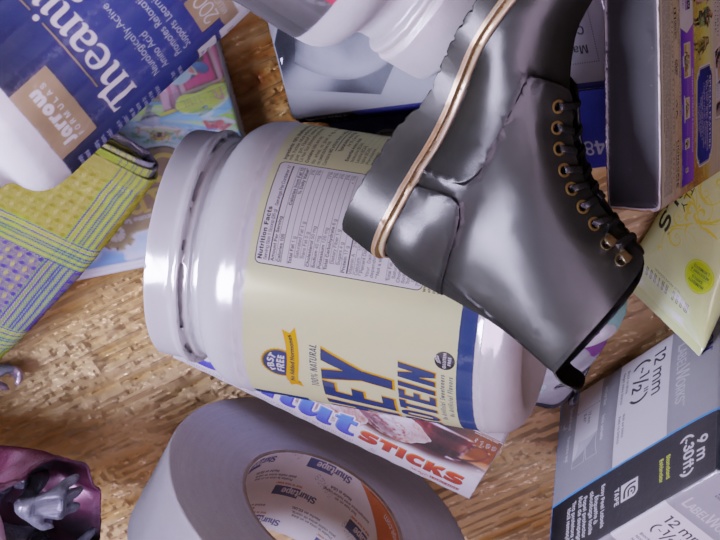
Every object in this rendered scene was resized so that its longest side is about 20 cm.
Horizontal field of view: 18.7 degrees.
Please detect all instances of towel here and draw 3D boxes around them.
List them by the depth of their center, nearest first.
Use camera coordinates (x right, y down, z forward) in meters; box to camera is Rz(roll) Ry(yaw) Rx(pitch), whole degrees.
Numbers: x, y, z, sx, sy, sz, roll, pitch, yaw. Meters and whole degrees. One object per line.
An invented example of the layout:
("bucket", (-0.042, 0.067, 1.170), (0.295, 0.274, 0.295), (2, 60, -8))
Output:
("towel", (-0.220, -0.029, 1.236), (0.143, 0.023, 0.200), (25, 125, -25))

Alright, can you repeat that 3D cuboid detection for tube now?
("tube", (0.214, -0.052, 1.248), (0.052, 0.058, 0.200), (22, 118, -5))

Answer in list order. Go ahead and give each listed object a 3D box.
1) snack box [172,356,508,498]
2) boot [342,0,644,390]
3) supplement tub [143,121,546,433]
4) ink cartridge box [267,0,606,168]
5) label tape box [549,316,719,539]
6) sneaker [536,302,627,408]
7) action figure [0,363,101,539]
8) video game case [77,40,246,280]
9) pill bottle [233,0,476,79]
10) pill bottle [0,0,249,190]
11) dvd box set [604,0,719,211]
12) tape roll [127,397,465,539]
("snack box", (-0.011, 0.069, 1.296), (0.200, 0.024, 0.072), (25, 145, 1))
("boot", (0.099, -0.059, 1.016), (0.138, 0.077, 0.200), (38, 116, 13))
("supplement tub", (0.000, 0.000, 1.149), (0.200, 0.145, 0.145), (9, 123, 13))
("ink cartridge box", (0.044, -0.134, 1.133), (0.199, 0.041, 0.200), (-5, 111, 31))
("label tape box", (0.202, 0.096, 1.272), (0.066, 0.143, 0.200), (37, 127, -20))
("sneaker", (0.046, 0.038, 1.292), (0.200, 0.078, 0.140), (17, 128, -2))
("action figure", (-0.250, 0.135, 1.301), (0.200, 0.149, 0.134), (20, 115, 24))
("video game case", (-0.167, -0.076, 1.244), (0.200, 0.022, 0.182), (-11, 122, 5))
("pill bottle", (-0.033, -0.175, 1.035), (0.200, 0.111, 0.111), (30, 117, -16))
("pill bottle", (-0.160, -0.112, 1.117), (0.200, 0.111, 0.111), (-43, 117, -6))
("dvd box set", (0.168, -0.120, 1.107), (0.029, 0.200, 0.147), (4, 105, 25))
("tape roll", (-0.035, 0.166, 1.296), (0.200, 0.200, 0.066), (22, 120, -15))
